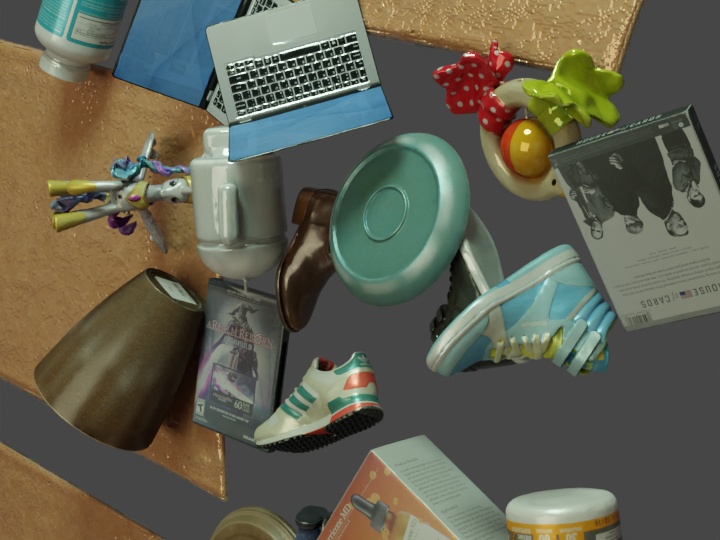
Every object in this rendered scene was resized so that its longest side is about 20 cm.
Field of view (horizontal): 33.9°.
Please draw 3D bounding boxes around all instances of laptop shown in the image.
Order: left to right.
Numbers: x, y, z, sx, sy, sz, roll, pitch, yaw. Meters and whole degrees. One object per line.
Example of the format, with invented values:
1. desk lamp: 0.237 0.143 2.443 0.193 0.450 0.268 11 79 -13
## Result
1. laptop: -0.178 -0.271 1.467 0.200 0.116 0.188 41 117 29
2. laptop: -0.074 -0.226 1.343 0.186 0.116 0.201 -15 81 1

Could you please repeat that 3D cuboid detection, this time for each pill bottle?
1. pill bottle: -0.383 -0.365 1.636 0.111 0.111 0.201 37 114 30
2. pill bottle: 0.215 0.330 1.202 0.116 0.116 0.201 -8 87 38

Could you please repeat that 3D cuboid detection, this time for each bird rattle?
1. bird rattle: 0.166 -0.151 1.226 0.199 0.112 0.164 8 114 41

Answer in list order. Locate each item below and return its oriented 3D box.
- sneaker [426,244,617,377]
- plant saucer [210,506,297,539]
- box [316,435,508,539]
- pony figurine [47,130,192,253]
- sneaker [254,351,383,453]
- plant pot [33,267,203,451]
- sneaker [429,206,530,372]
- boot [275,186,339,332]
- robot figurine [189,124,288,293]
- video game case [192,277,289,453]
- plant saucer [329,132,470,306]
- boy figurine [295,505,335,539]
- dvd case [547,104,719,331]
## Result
1. sneaker: 0.174 0.073 1.189 0.131 0.200 0.080 51 166 17
2. plant saucer: -0.137 0.410 1.543 0.199 0.029 0.201 3 95 39
3. box: 0.073 0.312 1.319 0.200 0.106 0.153 42 117 28
4. pony figurine: -0.301 -0.094 1.534 0.193 0.199 0.167 -166 68 -73
5. sneaker: -0.054 0.161 1.446 0.199 0.070 0.094 -26 59 38
6. plant pot: -0.302 0.103 1.577 0.187 0.187 0.200 42 102 28
7. sneaker: 0.107 0.022 1.295 0.099 0.071 0.201 -26 81 31
8. boot: 0.000 0.000 1.389 0.199 0.064 0.187 12 98 33
9. robot figurine: -0.147 -0.076 1.438 0.112 0.170 0.201 -2 100 9
10. video game case: -0.156 0.122 1.546 0.142 0.019 0.201 15 103 37
11. plant saucer: 0.034 -0.061 1.306 0.200 0.027 0.201 -16 65 38
12. boy figurine: -0.046 0.396 1.445 0.124 0.064 0.201 5 100 11
13. dvd case: 0.284 -0.044 1.134 0.150 0.025 0.201 -16 108 38
